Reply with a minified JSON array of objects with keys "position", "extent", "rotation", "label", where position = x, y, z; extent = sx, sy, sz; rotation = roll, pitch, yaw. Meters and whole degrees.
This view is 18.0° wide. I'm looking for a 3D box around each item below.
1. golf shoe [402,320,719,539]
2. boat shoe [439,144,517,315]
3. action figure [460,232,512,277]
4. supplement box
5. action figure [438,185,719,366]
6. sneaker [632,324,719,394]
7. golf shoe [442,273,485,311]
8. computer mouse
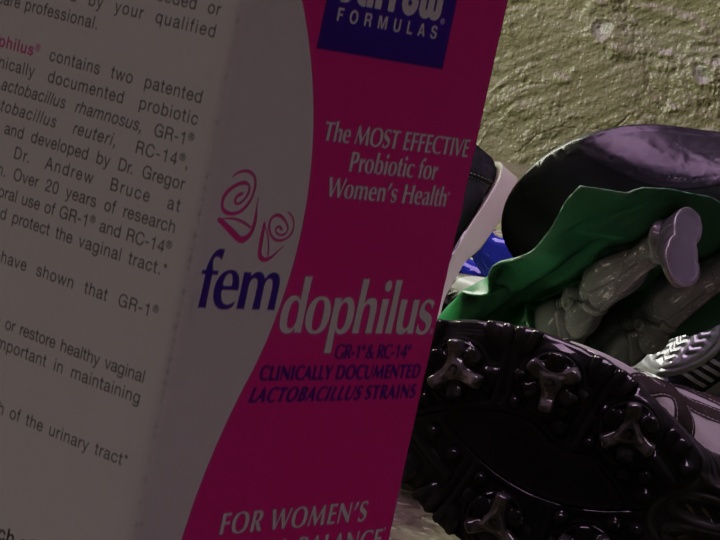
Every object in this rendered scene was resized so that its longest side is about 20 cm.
[{"position":[0.098,0.073,0.765],"extent":[0.199,0.078,0.094],"rotation":[24,7,5],"label":"golf shoe"},{"position":[0.000,0.000,0.946],"extent":[0.072,0.068,0.200],"rotation":[-29,20,39],"label":"boat shoe"},{"position":[0.080,0.011,1.104],"extent":[0.200,0.065,0.052],"rotation":[42,55,3],"label":"action figure"},{"position":[-0.048,0.006,0.572],"extent":[0.103,0.201,0.101],"rotation":[17,9,38],"label":"supplement box"},{"position":[0.071,0.031,0.840],"extent":[0.118,0.055,0.200],"rotation":[14,-30,-28],"label":"action figure"},{"position":[0.167,0.037,0.905],"extent":[0.115,0.200,0.075],"rotation":[41,3,-22],"label":"sneaker"},{"position":[0.072,0.035,1.040],"extent":[0.199,0.078,0.094],"rotation":[15,8,19],"label":"golf shoe"},{"position":[0.160,-0.019,0.956],"extent":[0.199,0.139,0.053],"rotation":[-5,45,-12],"label":"computer mouse"}]
